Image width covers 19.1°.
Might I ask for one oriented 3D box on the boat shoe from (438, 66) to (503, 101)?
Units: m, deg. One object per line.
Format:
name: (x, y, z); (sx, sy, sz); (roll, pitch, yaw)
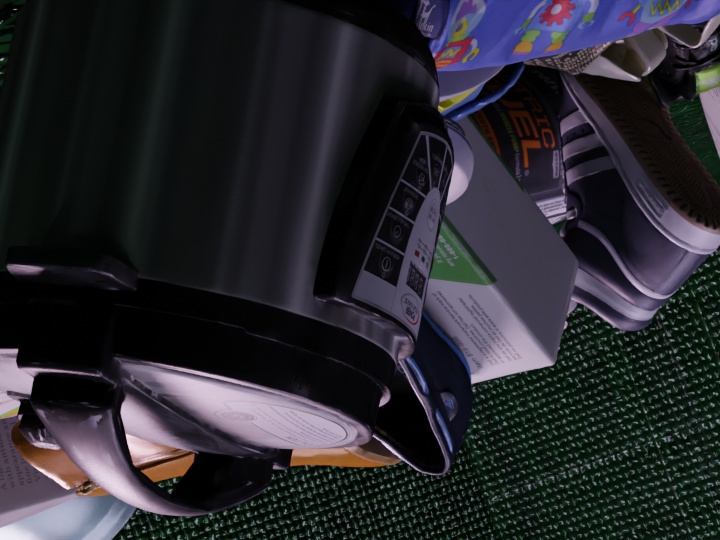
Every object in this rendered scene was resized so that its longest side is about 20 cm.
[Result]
boat shoe: (-0.027, -0.095, 0.995); (0.200, 0.070, 0.066); (-16, 179, -24)

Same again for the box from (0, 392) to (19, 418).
box: (-0.181, 0.008, 1.190); (0.200, 0.113, 0.101); (-26, 170, 34)

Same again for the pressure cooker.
pressure cooker: (-0.064, -0.006, 0.830); (0.176, 0.200, 0.179); (16, 165, -23)

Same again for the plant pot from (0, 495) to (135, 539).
plant pot: (-0.263, 0.108, 1.546); (0.200, 0.200, 0.134); (-23, 150, 24)

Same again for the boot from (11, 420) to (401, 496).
boot: (-0.082, 0.087, 1.184); (0.144, 0.071, 0.201); (-31, 144, 28)

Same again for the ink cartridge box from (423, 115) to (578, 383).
ink cartridge box: (0.000, 0.000, 1.220); (0.200, 0.147, 0.083); (-15, -140, 34)

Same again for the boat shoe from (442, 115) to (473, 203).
boat shoe: (-0.027, -0.067, 1.069); (0.200, 0.057, 0.069); (0, 147, 37)

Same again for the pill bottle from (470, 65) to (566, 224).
pill bottle: (0.078, -0.072, 1.337); (0.200, 0.106, 0.106); (-15, 172, -42)

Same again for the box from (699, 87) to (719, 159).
box: (0.316, -0.110, 1.285); (0.200, 0.131, 0.199); (-20, -155, 4)

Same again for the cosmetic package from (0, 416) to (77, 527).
cosmetic package: (-0.299, 0.099, 1.355); (0.165, 0.165, 0.200); (-23, 172, 30)

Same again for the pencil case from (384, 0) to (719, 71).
pencil case: (0.079, -0.136, 0.930); (0.200, 0.078, 0.087); (-15, 147, -35)

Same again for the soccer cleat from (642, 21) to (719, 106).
soccer cleat: (0.187, -0.142, 1.179); (0.067, 0.081, 0.200); (-20, 174, -4)

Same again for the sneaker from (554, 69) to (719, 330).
sneaker: (0.142, -0.052, 1.273); (0.070, 0.200, 0.109); (11, 126, -30)

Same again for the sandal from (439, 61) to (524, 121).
sandal: (0.015, -0.091, 1.124); (0.200, 0.080, 0.087); (-23, 176, 40)

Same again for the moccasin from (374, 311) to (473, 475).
moccasin: (0.001, 0.042, 1.126); (0.080, 0.068, 0.200); (-25, 135, 33)

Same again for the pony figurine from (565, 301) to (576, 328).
pony figurine: (0.042, -0.035, 1.479); (0.193, 0.167, 0.200); (15, -161, 33)

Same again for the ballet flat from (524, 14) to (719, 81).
ballet flat: (0.142, -0.136, 1.088); (0.068, 0.075, 0.200); (-59, -167, -27)
